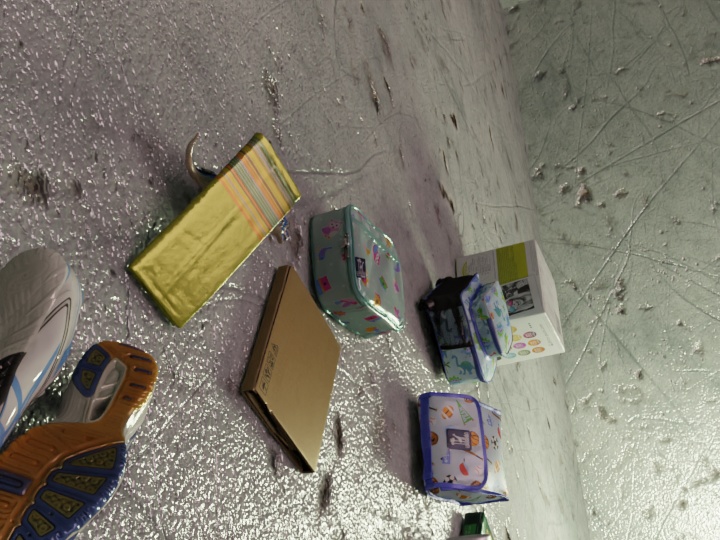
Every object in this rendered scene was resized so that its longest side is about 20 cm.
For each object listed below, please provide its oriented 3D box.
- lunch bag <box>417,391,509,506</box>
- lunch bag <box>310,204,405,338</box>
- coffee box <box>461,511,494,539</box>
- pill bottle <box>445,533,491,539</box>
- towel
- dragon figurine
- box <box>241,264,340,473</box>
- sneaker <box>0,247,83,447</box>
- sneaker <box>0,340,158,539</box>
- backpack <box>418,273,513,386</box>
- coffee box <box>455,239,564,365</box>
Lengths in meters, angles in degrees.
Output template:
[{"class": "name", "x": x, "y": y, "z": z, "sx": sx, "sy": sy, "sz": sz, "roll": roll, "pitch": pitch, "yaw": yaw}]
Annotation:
[{"class": "lunch bag", "x": 0.172, "y": 0.313, "z": 1.393, "sx": 0.200, "sy": 0.123, "sz": 0.171, "roll": 30, "pitch": 50, "yaw": -46}, {"class": "lunch bag", "x": 0.000, "y": 0.000, "z": 1.163, "sx": 0.200, "sy": 0.077, "sz": 0.161, "roll": 43, "pitch": 41, "yaw": -57}, {"class": "coffee box", "x": 0.236, "y": 0.578, "z": 1.515, "sx": 0.123, "sy": 0.044, "sz": 0.201, "roll": -62, "pitch": 135, "yaw": -59}, {"class": "pill bottle", "x": 0.192, "y": 0.547, "z": 1.323, "sx": 0.109, "sy": 0.109, "sz": 0.201, "roll": 27, "pitch": 54, "yaw": -64}, {"class": "towel", "x": -0.139, "y": -0.043, "z": 0.789, "sx": 0.200, "sy": 0.018, "sz": 0.086, "roll": -52, "pitch": 128, "yaw": -28}, {"class": "dragon figurine", "x": -0.141, "y": -0.084, "z": 0.865, "sx": 0.100, "sy": 0.058, "sz": 0.200, "roll": -81, "pitch": 152, "yaw": -43}, {"class": "box", "x": -0.078, "y": 0.118, "z": 0.974, "sx": 0.201, "sy": 0.021, "sz": 0.164, "roll": -79, "pitch": 150, "yaw": -46}, {"class": "sneaker", "x": -0.235, "y": 0.075, "z": 0.526, "sx": 0.073, "sy": 0.071, "sz": 0.201, "roll": 75, "pitch": 21, "yaw": -45}, {"class": "sneaker", "x": -0.197, "y": 0.139, "z": 0.553, "sx": 0.200, "sy": 0.075, "sz": 0.088, "roll": -68, "pitch": -178, "yaw": -59}, {"class": "backpack", "x": 0.220, "y": 0.121, "z": 1.578, "sx": 0.183, "sy": 0.146, "sz": 0.201, "roll": -39, "pitch": 118, "yaw": -65}, {"class": "coffee box", "x": 0.345, "y": 0.081, "z": 1.853, "sx": 0.200, "sy": 0.197, "sz": 0.201, "roll": 51, "pitch": 31, "yaw": -48}]
